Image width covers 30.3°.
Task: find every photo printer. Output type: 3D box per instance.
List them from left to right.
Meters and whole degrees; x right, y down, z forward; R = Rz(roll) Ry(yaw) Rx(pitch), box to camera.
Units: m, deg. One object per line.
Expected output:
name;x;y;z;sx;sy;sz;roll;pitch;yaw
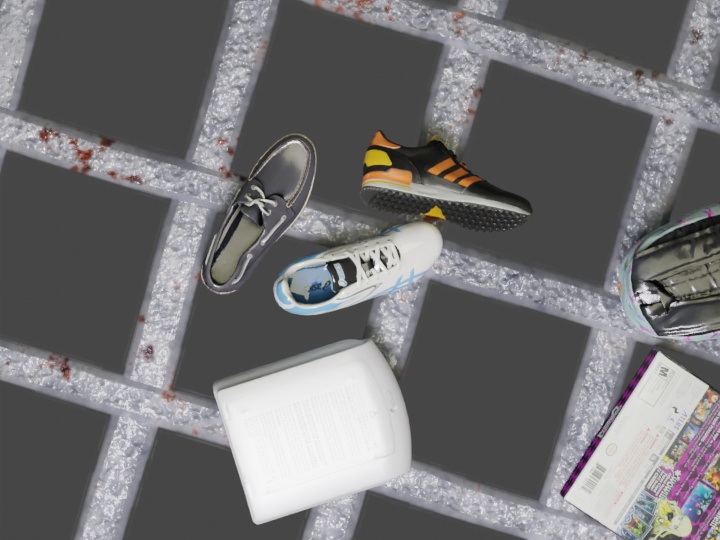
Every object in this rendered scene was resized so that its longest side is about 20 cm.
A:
photo printer;-0.047;0.172;1.474;0.198;0.069;0.168;-18;94;-1

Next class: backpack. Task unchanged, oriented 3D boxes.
backpack;0.383;0.008;1.453;0.198;0.127;0.169;-17;83;0

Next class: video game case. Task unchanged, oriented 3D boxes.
video game case;0.353;0.221;1.508;0.180;0.036;0.201;32;92;-4

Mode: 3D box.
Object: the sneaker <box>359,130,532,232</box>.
sneaker;0.099;-0.103;1.464;0.198;0.070;0.091;10;70;-12

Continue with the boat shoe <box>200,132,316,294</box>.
boat shoe;-0.109;-0.060;1.460;0.072;0.063;0.201;33;92;-4

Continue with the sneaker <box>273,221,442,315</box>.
sneaker;0.000;0.000;1.464;0.198;0.072;0.073;-20;92;-2
